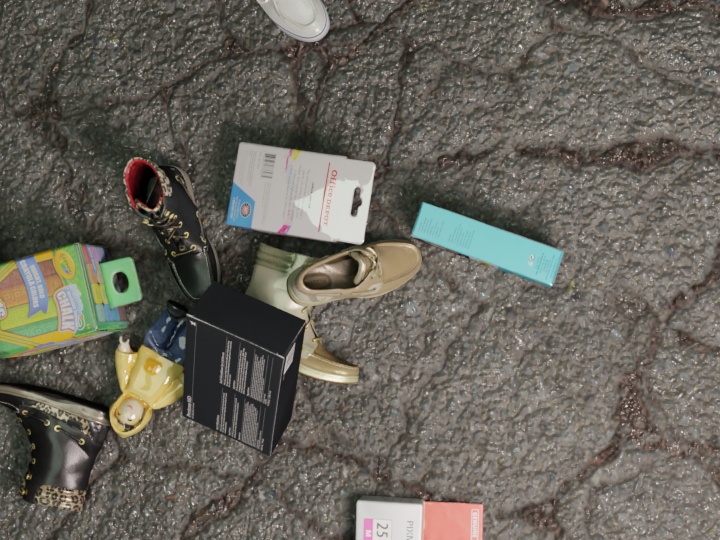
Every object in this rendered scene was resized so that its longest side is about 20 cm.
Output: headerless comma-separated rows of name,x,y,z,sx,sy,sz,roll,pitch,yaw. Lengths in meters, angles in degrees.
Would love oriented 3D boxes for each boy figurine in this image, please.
boy figurine,-0.295,0.140,1.409,0.123,0.064,0.202,33,89,-2

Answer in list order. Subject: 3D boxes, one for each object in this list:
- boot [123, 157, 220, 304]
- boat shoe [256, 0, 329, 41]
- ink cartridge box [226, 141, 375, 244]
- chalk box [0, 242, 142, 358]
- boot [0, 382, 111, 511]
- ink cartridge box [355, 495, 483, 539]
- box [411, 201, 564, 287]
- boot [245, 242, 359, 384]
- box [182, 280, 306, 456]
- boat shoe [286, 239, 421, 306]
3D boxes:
boot,-0.258,-0.053,1.367,0.072,0.154,0.207,-18,85,6
boat shoe,-0.122,-0.406,1.401,0.074,0.086,0.203,-40,83,4
ink cartridge box,-0.075,-0.102,1.382,0.197,0.068,0.117,10,89,14
chalk box,-0.405,0.037,1.397,0.197,0.124,0.127,-16,86,6
boot,-0.457,0.245,1.421,0.197,0.073,0.153,14,87,1
ink cartridge box,0.078,0.414,1.360,0.170,0.044,0.204,1,87,9
box,0.169,-0.034,1.349,0.197,0.082,0.050,20,90,8
boot,-0.074,0.059,1.383,0.197,0.072,0.157,21,88,8
box,-0.156,0.131,1.325,0.139,0.079,0.202,21,133,9
boat shoe,0.000,0.000,1.345,0.197,0.065,0.073,-13,83,-22
